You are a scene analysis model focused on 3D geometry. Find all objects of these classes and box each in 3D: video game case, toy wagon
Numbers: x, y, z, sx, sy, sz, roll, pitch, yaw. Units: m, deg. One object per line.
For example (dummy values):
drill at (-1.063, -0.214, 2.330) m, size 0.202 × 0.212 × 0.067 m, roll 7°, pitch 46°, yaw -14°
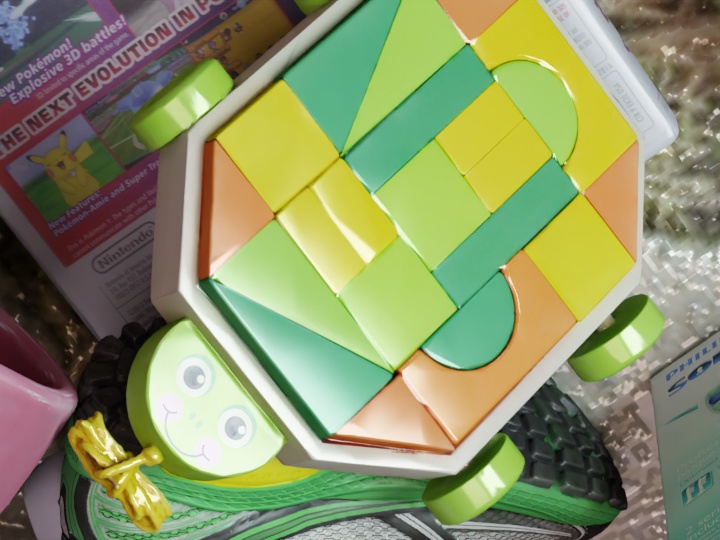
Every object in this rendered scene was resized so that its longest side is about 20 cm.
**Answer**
video game case at (-0.029, -0.063, 0.838) m, size 0.200 × 0.023 × 0.183 m, roll -33°, pitch 105°, yaw 15°
toy wagon at (0.000, 0.000, 0.766) m, size 0.200 × 0.040 × 0.155 m, roll -43°, pitch 101°, yaw -26°

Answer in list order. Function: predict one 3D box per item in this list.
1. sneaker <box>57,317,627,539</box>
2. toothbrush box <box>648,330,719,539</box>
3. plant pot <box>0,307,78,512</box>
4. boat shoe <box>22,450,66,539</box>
sneaker at (-0.006, 0.066, 0.837) m, size 0.199 × 0.078 × 0.085 m, roll 5°, pitch 126°, yaw -25°
toothbrush box at (0.165, 0.100, 0.790) m, size 0.085 × 0.200 × 0.147 m, roll -35°, pitch 105°, yaw 16°
plant pot at (-0.212, 0.049, 0.747) m, size 0.200 × 0.200 × 0.179 m, roll 37°, pitch 89°, yaw -10°
boat shoe at (-0.032, 0.124, 0.885) m, size 0.067 × 0.074 × 0.200 m, roll -33°, pitch 117°, yaw 10°
